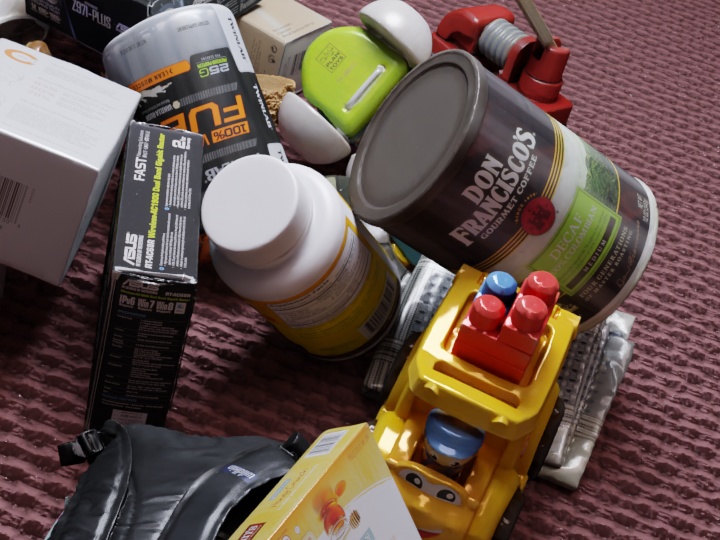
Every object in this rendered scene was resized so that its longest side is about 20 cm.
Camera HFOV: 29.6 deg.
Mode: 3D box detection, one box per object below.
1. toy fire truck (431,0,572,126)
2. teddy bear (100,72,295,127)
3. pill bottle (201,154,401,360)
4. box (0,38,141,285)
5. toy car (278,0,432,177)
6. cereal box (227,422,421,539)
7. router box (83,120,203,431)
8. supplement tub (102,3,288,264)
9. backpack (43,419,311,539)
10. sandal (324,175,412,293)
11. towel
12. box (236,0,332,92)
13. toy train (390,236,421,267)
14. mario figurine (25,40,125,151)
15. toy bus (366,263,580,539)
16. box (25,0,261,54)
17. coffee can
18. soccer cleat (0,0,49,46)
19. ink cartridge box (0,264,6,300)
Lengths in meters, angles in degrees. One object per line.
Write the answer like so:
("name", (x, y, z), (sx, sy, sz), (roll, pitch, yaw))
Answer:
("toy fire truck", (0.153, -0.243, 1.471), (0.128, 0.201, 0.176), (-15, 46, -39))
("teddy bear", (-0.165, -0.178, 1.374), (0.198, 0.067, 0.145), (11, 26, 2))
("pill bottle", (-0.046, -0.010, 1.057), (0.108, 0.200, 0.110), (-8, 64, 18))
("box", (-0.253, -0.089, 1.037), (0.123, 0.098, 0.200), (21, 21, -8))
("toy car", (0.029, -0.151, 1.341), (0.200, 0.175, 0.150), (41, -1, 6))
("cereal box", (0.000, 0.213, 0.805), (0.039, 0.201, 0.144), (-15, 18, 34))
("router box", (-0.163, 0.004, 1.035), (0.062, 0.151, 0.201), (8, 36, -12))
("supplement tub", (-0.134, -0.115, 1.169), (0.122, 0.122, 0.202), (-20, 87, -42))
("backpack", (-0.119, 0.187, 0.817), (0.165, 0.128, 0.200), (-2, 27, 13))
("sandal", (0.000, 0.001, 1.201), (0.079, 0.057, 0.202), (-18, 64, -26))
("towel", (0.122, 0.065, 1.131), (0.199, 0.035, 0.193), (24, 52, 6))
("box", (-0.140, -0.269, 1.485), (0.199, 0.078, 0.095), (31, 38, 19))
("toy train", (0.108, -0.047, 1.231), (0.199, 0.151, 0.056), (21, 33, 11))
("mario figurine", (-0.226, -0.155, 1.259), (0.198, 0.124, 0.106), (14, 22, 3))
("toy bus", (0.081, 0.092, 0.972), (0.135, 0.193, 0.201), (26, 49, 7))
("box", (-0.213, -0.302, 1.375), (0.163, 0.087, 0.200), (30, 46, 19))
("coffee can", (0.112, -0.057, 1.060), (0.199, 0.146, 0.147), (30, 27, -28))
("soccer cleat", (-0.340, -0.272, 1.418), (0.077, 0.070, 0.200), (33, 44, 13))
("ink cartridge box", (-0.390, -0.029, 1.037), (0.199, 0.085, 0.146), (32, 37, 18))
